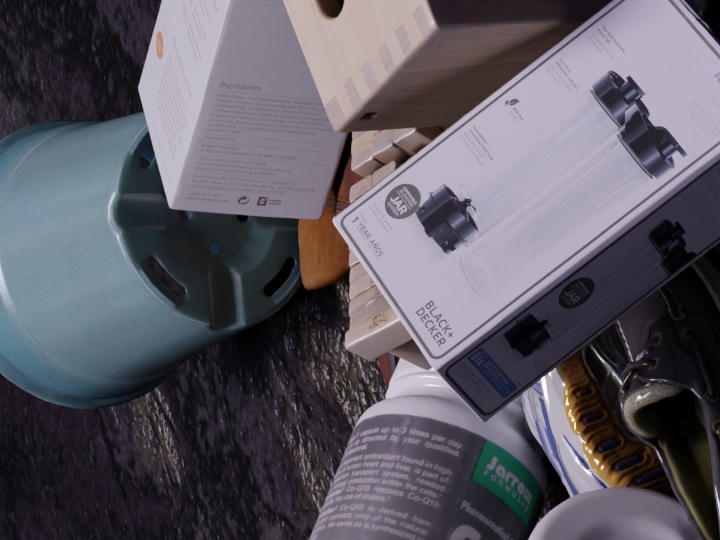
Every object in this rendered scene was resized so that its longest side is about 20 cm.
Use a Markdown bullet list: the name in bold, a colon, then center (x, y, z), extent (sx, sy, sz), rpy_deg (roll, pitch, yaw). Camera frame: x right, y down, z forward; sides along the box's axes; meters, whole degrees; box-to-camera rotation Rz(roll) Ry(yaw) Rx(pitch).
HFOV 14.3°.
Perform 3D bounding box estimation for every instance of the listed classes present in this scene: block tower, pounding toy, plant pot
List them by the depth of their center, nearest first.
- **pounding toy**: center (0.040, -0.175, 1.469), extent (0.142, 0.184, 0.200), rpy_deg (-44, 60, 46)
- **block tower**: center (0.032, -0.044, 1.500), extent (0.054, 0.058, 0.200), rpy_deg (-31, 44, 41)
- **plant pot**: center (-0.140, -0.020, 1.878), extent (0.196, 0.200, 0.201), rpy_deg (-16, 86, 57)

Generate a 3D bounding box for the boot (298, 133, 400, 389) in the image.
- **boot**: center (0.000, 0.000, 1.722), extent (0.200, 0.068, 0.189), rpy_deg (-7, 94, 65)

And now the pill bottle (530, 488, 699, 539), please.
- **pill bottle**: center (0.126, 0.212, 1.471), extent (0.200, 0.113, 0.113), rpy_deg (97, 150, -49)

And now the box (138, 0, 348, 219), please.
- **box**: center (-0.055, -0.147, 1.688), extent (0.124, 0.097, 0.200), rpy_deg (-108, 29, -48)

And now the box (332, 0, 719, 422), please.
- **box**: center (0.100, -0.036, 1.363), extent (0.117, 0.200, 0.060), rpy_deg (54, -175, 39)

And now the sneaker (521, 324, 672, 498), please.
- **sneaker**: center (0.103, 0.044, 1.524), extent (0.088, 0.075, 0.200), rpy_deg (117, 138, -61)

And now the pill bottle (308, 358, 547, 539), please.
- **pill bottle**: center (0.035, 0.139, 1.554), extent (0.113, 0.113, 0.200), rpy_deg (-43, 21, 60)

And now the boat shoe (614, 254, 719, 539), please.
- **boat shoe**: center (0.161, 0.060, 1.418), extent (0.201, 0.066, 0.072), rpy_deg (63, 150, 29)
